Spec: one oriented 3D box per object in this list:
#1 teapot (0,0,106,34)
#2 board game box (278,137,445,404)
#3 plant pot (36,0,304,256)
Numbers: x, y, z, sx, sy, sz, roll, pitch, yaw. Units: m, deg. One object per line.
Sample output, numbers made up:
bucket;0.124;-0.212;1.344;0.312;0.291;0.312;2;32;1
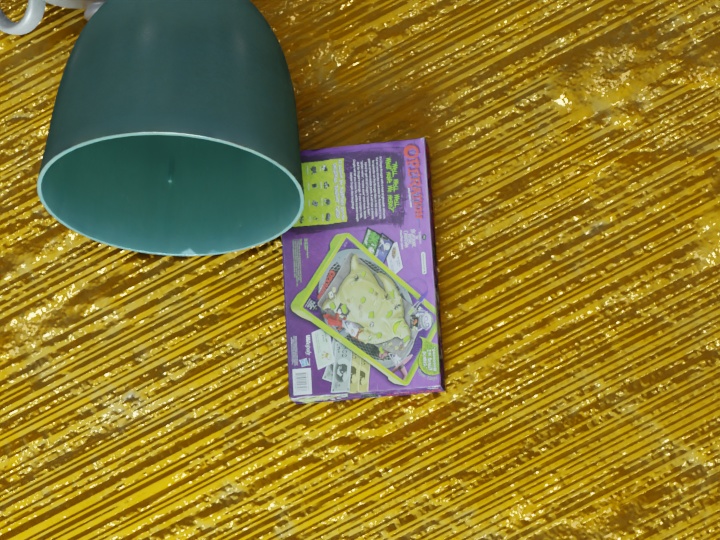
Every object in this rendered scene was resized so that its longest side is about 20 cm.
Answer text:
teapot;-0.218;-0.269;1.621;0.197;0.200;0.146;-6;86;-5
board game box;0.000;0.000;1.586;0.120;0.032;0.200;-6;75;12
plant pot;-0.141;-0.126;1.562;0.200;0.201;0.161;-3;64;8
